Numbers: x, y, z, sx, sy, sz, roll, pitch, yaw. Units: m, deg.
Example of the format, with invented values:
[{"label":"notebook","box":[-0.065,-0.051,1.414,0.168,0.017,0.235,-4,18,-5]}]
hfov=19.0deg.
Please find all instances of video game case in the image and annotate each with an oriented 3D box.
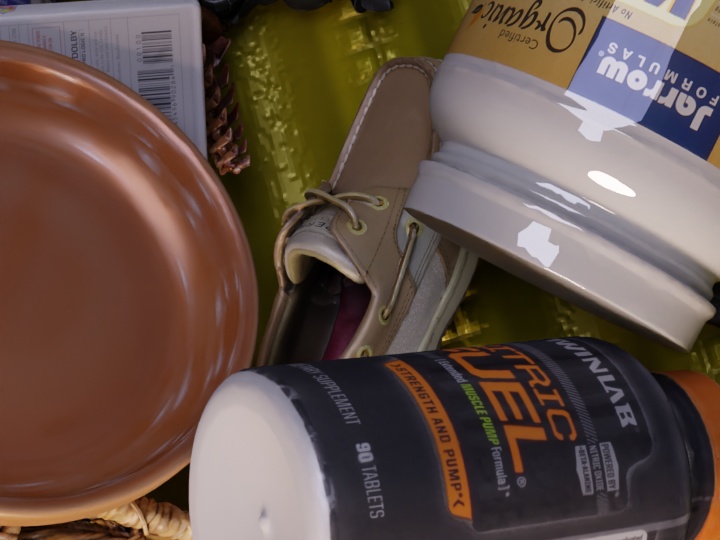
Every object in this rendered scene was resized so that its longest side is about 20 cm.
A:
[{"label":"video game case","box":[-0.161,-0.034,0.870,0.198,0.018,0.144,-5,111,-10]}]

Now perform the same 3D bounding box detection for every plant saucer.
[{"label":"plant saucer","box":[-0.136,0.005,0.799,0.199,0.037,0.201,12,56,-18]}]

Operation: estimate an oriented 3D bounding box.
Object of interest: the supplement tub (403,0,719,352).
[{"label":"supplement tub","box":[0.113,-0.085,0.807,0.144,0.144,0.201,26,88,19]}]

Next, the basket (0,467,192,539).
[{"label":"basket","box":[-0.142,0.173,0.794,0.148,0.143,0.201,3,71,28]}]

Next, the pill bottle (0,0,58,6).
[{"label":"pill bottle","box":[-0.190,-0.160,0.942,0.119,0.120,0.202,-5,70,10]}]

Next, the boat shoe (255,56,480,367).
[{"label":"boat shoe","box":[0.000,0.000,0.864,0.074,0.066,0.201,-5,67,45]}]

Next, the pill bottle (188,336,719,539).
[{"label":"pill bottle","box":[0.046,0.080,0.782,0.199,0.106,0.107,-4,65,-31]}]

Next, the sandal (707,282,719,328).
[{"label":"sandal","box":[0.202,-0.049,0.839,0.200,0.043,0.076,-48,36,14]}]

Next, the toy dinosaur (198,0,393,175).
[{"label":"toy dinosaur","box":[-0.054,-0.140,0.938,0.135,0.102,0.202,-14,86,24]}]
